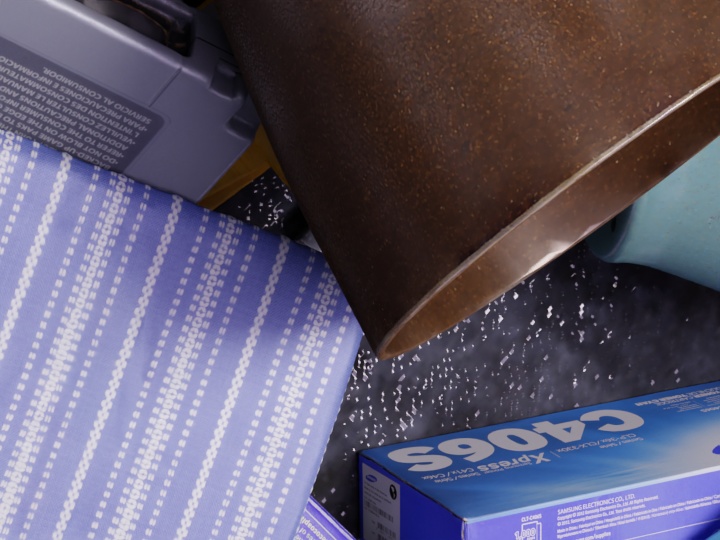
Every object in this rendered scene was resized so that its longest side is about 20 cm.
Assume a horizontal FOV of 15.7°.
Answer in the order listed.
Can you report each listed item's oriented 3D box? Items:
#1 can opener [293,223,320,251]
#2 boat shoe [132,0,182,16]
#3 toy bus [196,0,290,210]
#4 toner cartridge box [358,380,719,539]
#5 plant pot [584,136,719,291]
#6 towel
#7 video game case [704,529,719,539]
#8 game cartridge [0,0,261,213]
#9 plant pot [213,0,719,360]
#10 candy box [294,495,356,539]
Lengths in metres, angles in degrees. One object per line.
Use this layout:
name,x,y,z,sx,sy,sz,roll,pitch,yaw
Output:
can opener,0.000,0.000,1.062,0.200,0.053,0.067,-45,154,-8
boat shoe,-0.156,-0.133,0.921,0.198,0.071,0.072,12,138,-12
toy bus,-0.001,-0.096,0.988,0.200,0.078,0.065,-38,120,4
toner cartridge box,0.107,0.093,1.113,0.199,0.095,0.044,-9,109,-26
plant pot,0.187,-0.069,1.057,0.186,0.200,0.202,2,104,-9
towel,-0.104,0.036,0.920,0.199,0.024,0.146,21,87,-19
video game case,0.179,0.161,1.145,0.143,0.018,0.200,-36,145,8
game cartridge,-0.144,-0.069,0.911,0.199,0.133,0.042,26,47,-24
plant pot,0.025,-0.106,0.867,0.186,0.187,0.201,-33,82,-16
candy box,-0.069,0.182,0.999,0.200,0.077,0.169,-49,115,-12
